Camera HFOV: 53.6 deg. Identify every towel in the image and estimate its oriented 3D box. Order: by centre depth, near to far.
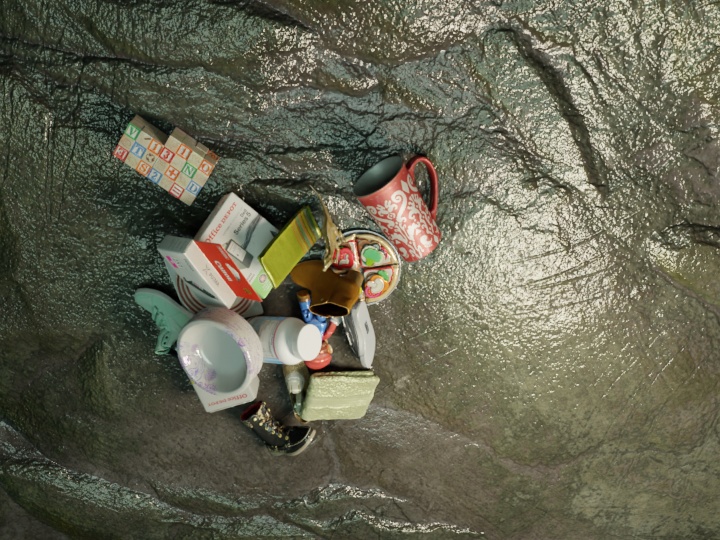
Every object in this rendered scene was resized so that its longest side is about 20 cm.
[{"bbox_3d":[-0.154,-0.056,1.594,0.018,0.201,0.087,-5,125,38],"label":"towel"},{"bbox_3d":[-0.054,0.324,1.840,0.195,0.037,0.152,4,118,-27],"label":"towel"}]

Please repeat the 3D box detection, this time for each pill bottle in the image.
[{"bbox_3d":[-0.190,0.166,1.703,0.196,0.109,0.111,-1,125,40],"label":"pill bottle"}]

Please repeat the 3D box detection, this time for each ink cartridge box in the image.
[{"bbox_3d":[-0.330,0.011,1.573,0.170,0.044,0.202,11,146,35],"label":"ink cartridge box"},{"bbox_3d":[-0.264,-0.055,1.614,0.199,0.084,0.147,38,76,-18],"label":"ink cartridge box"},{"bbox_3d":[-0.358,0.243,1.806,0.141,0.088,0.204,-15,115,10],"label":"ink cartridge box"}]

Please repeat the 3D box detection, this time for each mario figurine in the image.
[{"bbox_3d":[-0.114,0.145,1.772,0.121,0.105,0.206,12,112,36],"label":"mario figurine"}]

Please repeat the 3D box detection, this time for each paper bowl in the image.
[{"bbox_3d":[-0.316,0.179,1.651,0.195,0.105,0.206,10,119,18],"label":"paper bowl"}]

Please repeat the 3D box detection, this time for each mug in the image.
[{"bbox_3d":[0.105,-0.140,1.576,0.175,0.135,0.202,-27,118,17],"label":"mug"}]

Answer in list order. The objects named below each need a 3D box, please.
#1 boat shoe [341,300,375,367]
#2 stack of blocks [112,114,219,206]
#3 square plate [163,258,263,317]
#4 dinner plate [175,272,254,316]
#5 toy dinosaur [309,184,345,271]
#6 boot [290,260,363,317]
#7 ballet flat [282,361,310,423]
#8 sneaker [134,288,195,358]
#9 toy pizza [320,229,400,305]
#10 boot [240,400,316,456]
[{"bbox_3d":[-0.011,0.155,1.766,0.066,0.072,0.204,6,132,24],"label":"boat shoe"},{"bbox_3d":[-0.424,-0.252,1.562,0.198,0.059,0.116,33,113,-15],"label":"stack of blocks"},{"bbox_3d":[-0.352,0.033,1.729,0.192,0.029,0.205,-11,117,7],"label":"square plate"},{"bbox_3d":[-0.342,0.032,1.699,0.194,0.024,0.205,1,117,2],"label":"dinner plate"},{"bbox_3d":[-0.070,-0.091,1.620,0.056,0.206,0.101,-11,161,5],"label":"toy dinosaur"},{"bbox_3d":[-0.097,0.045,1.644,0.196,0.145,0.072,5,124,20],"label":"boot"},{"bbox_3d":[-0.158,0.313,1.851,0.068,0.066,0.204,-12,117,7],"label":"ballet flat"},{"bbox_3d":[-0.481,0.129,1.710,0.197,0.119,0.074,30,146,4],"label":"sneaker"},{"bbox_3d":[0.000,0.000,1.703,0.194,0.032,0.205,0,117,1],"label":"toy pizza"},{"bbox_3d":[-0.220,0.413,1.876,0.151,0.074,0.198,48,141,-17],"label":"boot"}]
